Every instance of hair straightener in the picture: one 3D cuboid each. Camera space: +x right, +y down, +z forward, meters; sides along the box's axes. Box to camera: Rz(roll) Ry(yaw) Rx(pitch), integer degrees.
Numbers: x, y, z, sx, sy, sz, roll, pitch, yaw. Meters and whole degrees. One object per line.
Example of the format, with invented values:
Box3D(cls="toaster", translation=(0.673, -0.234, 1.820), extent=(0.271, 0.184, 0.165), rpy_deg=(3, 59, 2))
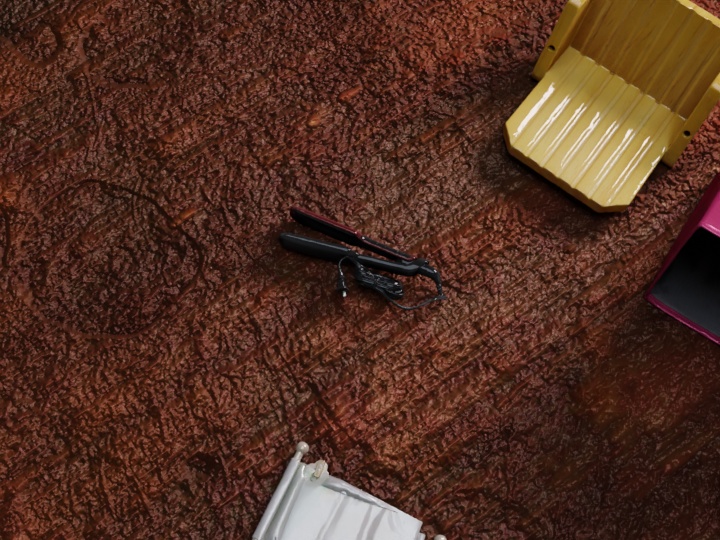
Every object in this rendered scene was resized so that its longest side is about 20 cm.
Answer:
Box3D(cls="hair straightener", translation=(0.000, 0.000, 1.197), extent=(0.199, 0.041, 0.077), rpy_deg=(23, 69, 2))

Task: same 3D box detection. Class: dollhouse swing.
Box3D(cls="dollhouse swing", translation=(0.286, -0.202, 1.223), extent=(0.200, 0.182, 0.176), rpy_deg=(36, 51, 11))

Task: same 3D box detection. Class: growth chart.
Box3D(cls="growth chart", translation=(-0.015, 0.282, 1.090), extent=(0.199, 0.018, 0.145), rpy_deg=(30, 71, 9))

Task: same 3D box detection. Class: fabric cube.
Box3D(cls="fabric cube", translation=(0.450, -0.030, 1.139), extent=(0.199, 0.196, 0.200), rpy_deg=(33, 69, 11))
